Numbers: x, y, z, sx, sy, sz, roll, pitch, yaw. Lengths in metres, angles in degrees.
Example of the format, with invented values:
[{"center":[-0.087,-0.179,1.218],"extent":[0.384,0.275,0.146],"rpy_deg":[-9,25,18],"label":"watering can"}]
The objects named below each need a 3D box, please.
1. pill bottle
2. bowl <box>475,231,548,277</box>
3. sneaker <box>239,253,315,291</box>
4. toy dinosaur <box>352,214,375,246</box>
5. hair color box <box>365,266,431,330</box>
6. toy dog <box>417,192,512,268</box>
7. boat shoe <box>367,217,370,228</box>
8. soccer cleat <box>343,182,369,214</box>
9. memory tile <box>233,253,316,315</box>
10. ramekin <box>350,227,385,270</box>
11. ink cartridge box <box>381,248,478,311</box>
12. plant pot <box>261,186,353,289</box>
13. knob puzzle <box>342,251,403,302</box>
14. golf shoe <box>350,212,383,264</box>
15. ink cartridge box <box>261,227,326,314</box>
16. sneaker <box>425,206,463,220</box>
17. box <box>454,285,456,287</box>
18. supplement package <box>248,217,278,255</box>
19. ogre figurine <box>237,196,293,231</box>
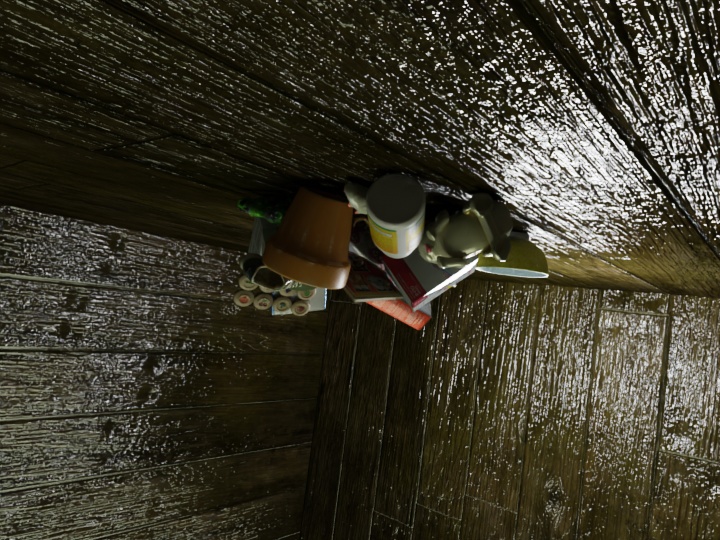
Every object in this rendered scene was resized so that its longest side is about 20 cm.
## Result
[{"center":[0.072,-0.098,1.043],"extent":[0.112,0.114,0.200],"rpy_deg":[7,162,8],"label":"pill bottle"},{"center":[0.421,-0.047,1.452],"extent":[0.198,0.109,0.200],"rpy_deg":[7,177,0],"label":"bowl"},{"center":[-0.178,0.021,1.212],"extent":[0.199,0.068,0.090],"rpy_deg":[16,-162,-27],"label":"sneaker"},{"center":[0.040,-0.137,1.282],"extent":[0.105,0.061,0.200],"rpy_deg":[11,150,-2],"label":"toy dinosaur"},{"center":[0.095,0.072,1.436],"extent":[0.199,0.061,0.102],"rpy_deg":[30,-150,-13],"label":"hair color box"},{"center":[0.205,-0.080,1.105],"extent":[0.199,0.140,0.194],"rpy_deg":[-22,-164,39],"label":"toy dog"},{"center":[0.074,-0.113,1.428],"extent":[0.067,0.073,0.199],"rpy_deg":[6,176,36],"label":"boat shoe"},{"center":[0.037,-0.148,1.125],"extent":[0.077,0.070,0.199],"rpy_deg":[-27,153,25],"label":"soccer cleat"},{"center":[-0.201,0.039,1.286],"extent":[0.198,0.154,0.017],"rpy_deg":[12,-151,-25],"label":"memory tile"},{"center":[0.051,-0.064,1.578],"extent":[0.198,0.106,0.200],"rpy_deg":[19,-165,-5],"label":"ramekin"},{"center":[0.176,-0.017,1.332],"extent":[0.199,0.145,0.145],"rpy_deg":[-34,165,-1],"label":"ink cartridge box"},{"center":[-0.100,-0.082,1.176],"extent":[0.198,0.185,0.200],"rpy_deg":[18,-168,-4],"label":"plant pot"},{"center":[0.000,0.000,1.343],"extent":[0.218,0.031,0.220],"rpy_deg":[23,-152,-13],"label":"knob puzzle"},{"center":[-0.007,-0.085,1.431],"extent":[0.200,0.075,0.091],"rpy_deg":[46,156,-9],"label":"golf shoe"},{"center":[-0.181,-0.006,1.399],"extent":[0.145,0.148,0.201],"rpy_deg":[-5,-145,-15],"label":"ink cartridge box"},{"center":[0.189,-0.122,1.219],"extent":[0.198,0.076,0.079],"rpy_deg":[0,161,10],"label":"sneaker"},{"center":[0.251,-0.040,1.522],"extent":[0.049,0.161,0.200],"rpy_deg":[6,175,18],"label":"box"},{"center":[-0.227,-0.069,1.594],"extent":[0.189,0.148,0.200],"rpy_deg":[8,-159,-21],"label":"supplement package"},{"center":[-0.209,-0.148,1.363],"extent":[0.120,0.099,0.200],"rpy_deg":[29,177,45],"label":"ogre figurine"}]
